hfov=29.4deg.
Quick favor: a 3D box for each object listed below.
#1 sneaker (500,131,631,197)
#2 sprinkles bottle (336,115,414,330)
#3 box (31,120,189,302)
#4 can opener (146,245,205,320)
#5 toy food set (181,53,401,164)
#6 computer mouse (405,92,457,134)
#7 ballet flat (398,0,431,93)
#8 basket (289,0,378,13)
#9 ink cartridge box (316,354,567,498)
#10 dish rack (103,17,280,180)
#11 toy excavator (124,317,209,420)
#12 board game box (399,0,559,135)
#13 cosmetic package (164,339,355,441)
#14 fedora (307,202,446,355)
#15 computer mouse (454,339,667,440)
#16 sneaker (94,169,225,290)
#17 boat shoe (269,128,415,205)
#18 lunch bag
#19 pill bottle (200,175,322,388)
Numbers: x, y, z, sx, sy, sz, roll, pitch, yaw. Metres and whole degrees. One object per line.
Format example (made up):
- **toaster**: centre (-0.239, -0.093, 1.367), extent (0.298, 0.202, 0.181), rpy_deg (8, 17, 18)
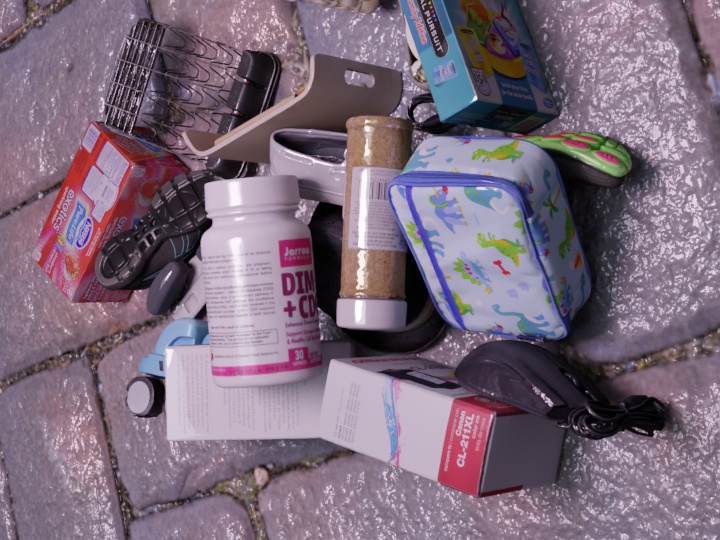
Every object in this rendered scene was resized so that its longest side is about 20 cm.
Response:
- **sneaker**: centre (0.175, -0.087, 1.306), extent (0.199, 0.076, 0.085), rpy_deg (2, 102, 46)
- **sprinkles bottle**: centre (0.015, -0.044, 1.316), extent (0.068, 0.068, 0.203), rpy_deg (1, 88, 38)
- **box**: centre (-0.305, -0.069, 1.664), extent (0.100, 0.095, 0.201), rpy_deg (42, 114, 31)
- **can opener**: centre (-0.176, -0.014, 1.580), extent (0.200, 0.066, 0.054), rpy_deg (-50, 63, 27)
- **toy food set**: centre (-0.072, -0.171, 1.449), extent (0.199, 0.143, 0.061), rpy_deg (-26, 73, 36)
- **computer mouse**: centre (0.028, -0.133, 1.416), extent (0.199, 0.034, 0.059), rpy_deg (-27, 84, 47)
- **ballet flat**: centre (0.064, -0.275, 1.390), extent (0.067, 0.063, 0.203), rpy_deg (-19, 78, 36)
- **basket**: centre (-0.071, -0.378, 1.402), extent (0.160, 0.199, 0.201), rpy_deg (26, 104, 42)
- **ink cartridge box**: centre (0.079, 0.145, 1.328), extent (0.198, 0.145, 0.084), rpy_deg (15, 98, 37)
- **dish rack**: centre (-0.203, -0.203, 1.579), extent (0.198, 0.054, 0.155), rpy_deg (21, 93, 27)
- **toy excavator**: centre (-0.163, 0.079, 1.562), extent (0.193, 0.099, 0.203), rpy_deg (5, 85, 37)
- **board game box**: centre (0.103, -0.235, 1.304), extent (0.047, 0.150, 0.202), rpy_deg (-27, 74, 34)
- **cosmetic package**: centre (-0.104, 0.127, 1.462), extent (0.197, 0.071, 0.103), rpy_deg (-1, 88, 6)
- **fedora**: centre (0.000, 0.000, 1.411), extent (0.199, 0.091, 0.204), rpy_deg (8, 102, 38)
- **computer mouse**: centre (0.175, 0.101, 1.261), extent (0.199, 0.138, 0.053), rpy_deg (17, 101, 40)
- **sneaker**: centre (-0.223, -0.046, 1.619), extent (0.199, 0.079, 0.076), rpy_deg (-36, 62, 11)
- **boat shoe**: centre (0.000, -0.110, 1.387), extent (0.198, 0.072, 0.069), rpy_deg (12, 137, 23)
- **lunch bag**: centre (0.119, -0.027, 1.277), extent (0.159, 0.083, 0.201), rpy_deg (8, 136, 36)
- **pill bottle**: centre (-0.101, 0.010, 1.367), extent (0.112, 0.113, 0.203), rpy_deg (-4, 92, 38)
